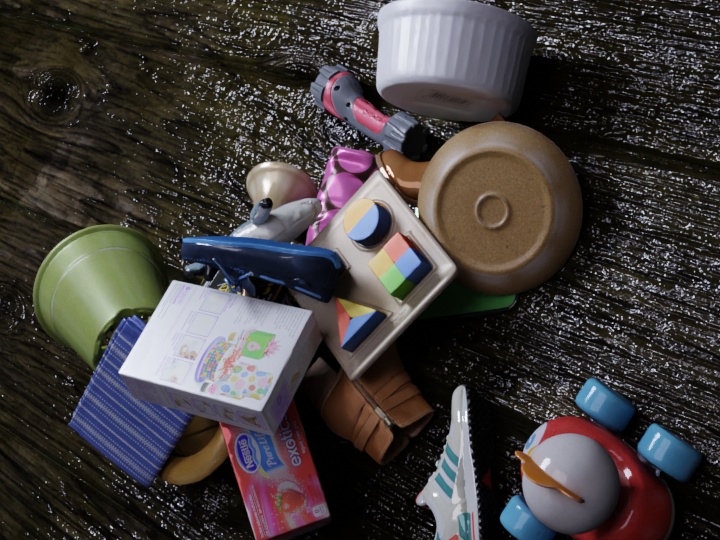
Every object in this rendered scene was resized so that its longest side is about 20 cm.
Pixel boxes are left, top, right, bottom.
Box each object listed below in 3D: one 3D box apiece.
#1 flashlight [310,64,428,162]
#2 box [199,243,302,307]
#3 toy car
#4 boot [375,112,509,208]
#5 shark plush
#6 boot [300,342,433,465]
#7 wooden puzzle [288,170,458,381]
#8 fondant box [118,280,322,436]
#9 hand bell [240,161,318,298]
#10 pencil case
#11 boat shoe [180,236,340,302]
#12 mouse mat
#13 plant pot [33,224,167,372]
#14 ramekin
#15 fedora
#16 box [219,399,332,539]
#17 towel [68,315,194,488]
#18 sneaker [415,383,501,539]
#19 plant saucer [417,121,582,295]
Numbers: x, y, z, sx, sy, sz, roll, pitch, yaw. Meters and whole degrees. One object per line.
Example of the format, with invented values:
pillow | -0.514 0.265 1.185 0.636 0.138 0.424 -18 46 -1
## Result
flashlight | 0.013 -0.214 1.598 0.199 0.067 0.068 37 93 43
box | -0.162 0.054 1.574 0.158 0.050 0.201 -9 35 30
toy car | 0.207 0.205 1.185 0.176 0.199 0.186 37 96 41
boot | 0.120 -0.131 1.456 0.200 0.076 0.156 45 108 35
shark plush | -0.134 -0.027 1.502 0.199 0.091 0.084 -38 12 27
boot | 0.033 0.119 1.438 0.201 0.077 0.155 -49 57 -3
wooden puzzle | 0.000 0.000 1.419 0.185 0.046 0.201 -46 52 14
fondant box | -0.164 0.100 1.406 0.197 0.059 0.145 11 54 24
hand bell | -0.127 -0.036 1.569 0.103 0.104 0.202 -16 41 33
pencil case | -0.015 -0.062 1.546 0.093 0.090 0.203 -3 69 39
boat shoe | -0.124 0.000 1.407 0.197 0.084 0.070 9 99 20
mouse mat | 0.128 -0.038 1.475 0.159 0.007 0.203 -10 66 36
plant pot | -0.333 0.066 1.651 0.201 0.199 0.190 -56 37 6
ramekin | 0.111 -0.251 1.452 0.198 0.199 0.099 5 83 39
fedora | -0.203 0.198 1.596 0.199 0.081 0.204 -19 61 38
box | -0.108 0.222 1.446 0.093 0.103 0.203 -19 76 -4
towel | -0.287 0.171 1.546 0.144 0.024 0.201 37 118 6
sneaker | 0.102 0.230 1.345 0.092 0.070 0.203 -14 67 27
plant saucer | 0.156 -0.070 1.380 0.197 0.035 0.204 3 98 19
